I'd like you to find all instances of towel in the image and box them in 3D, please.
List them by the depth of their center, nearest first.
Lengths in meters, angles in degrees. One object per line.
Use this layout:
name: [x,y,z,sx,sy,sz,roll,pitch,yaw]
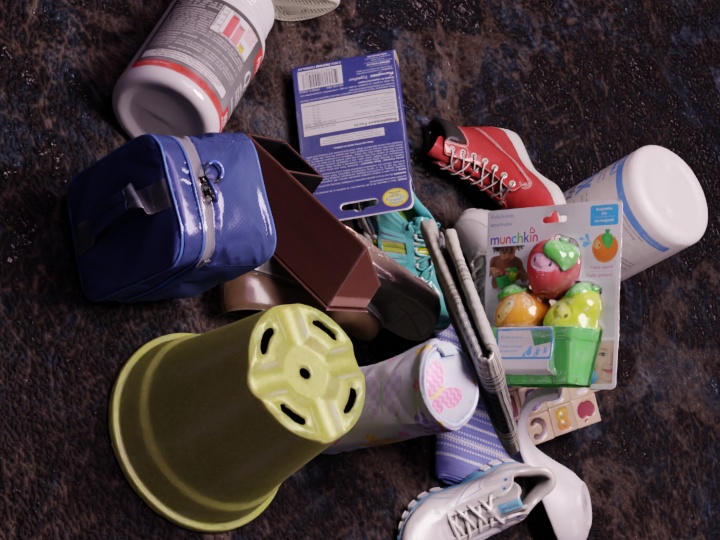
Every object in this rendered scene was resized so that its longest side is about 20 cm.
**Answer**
towel: [0.118,0.065,1.615,0.193,0.035,0.200,68,0,-51]
towel: [0.138,0.162,1.774,0.145,0.024,0.200,22,52,-30]

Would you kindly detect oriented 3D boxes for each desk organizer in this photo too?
desk organizer: [-0.057,-0.049,1.598,0.200,0.077,0.072,44,21,28]

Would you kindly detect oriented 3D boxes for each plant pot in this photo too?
plant pot: [-0.101,0.121,1.460,0.200,0.184,0.201,20,55,-32]

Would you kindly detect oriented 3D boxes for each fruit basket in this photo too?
fruit basket: [0.199,0.028,1.691,0.094,0.185,0.200,1,87,-45]

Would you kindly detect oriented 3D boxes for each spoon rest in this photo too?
spoon rest: [0.214,0.222,1.754,0.099,0.061,0.200,-52,131,-66]

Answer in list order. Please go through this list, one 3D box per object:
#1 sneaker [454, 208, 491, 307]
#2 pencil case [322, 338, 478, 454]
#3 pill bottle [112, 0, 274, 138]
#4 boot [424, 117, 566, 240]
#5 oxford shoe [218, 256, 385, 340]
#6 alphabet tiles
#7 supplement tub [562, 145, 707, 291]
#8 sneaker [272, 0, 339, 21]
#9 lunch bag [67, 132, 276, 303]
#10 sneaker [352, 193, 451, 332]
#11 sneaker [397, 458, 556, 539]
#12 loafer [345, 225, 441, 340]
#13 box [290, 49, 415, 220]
sneaker: [0.163,0.018,1.825,0.099,0.078,0.200,-24,76,-43]
pencil case: [0.022,0.127,1.560,0.083,0.200,0.091,15,68,-42]
pill bottle: [-0.167,-0.218,1.636,0.116,0.116,0.200,41,47,-18]
boot: [0.153,-0.102,1.868,0.144,0.072,0.200,8,39,-38]
oxford shoe: [-0.063,0.047,1.628,0.200,0.073,0.085,19,70,-30]
alphabet tiles: [0.209,0.089,1.795,0.166,0.006,0.200,-16,93,-27]
supplement tub: [0.306,-0.054,1.910,0.132,0.200,0.132,21,55,-33]
sneaker: [-0.109,-0.340,1.783,0.200,0.075,0.085,6,69,-40]
lunch bag: [-0.182,-0.049,1.470,0.132,0.200,0.136,-7,78,-41]
sneaker: [0.053,-0.025,1.754,0.077,0.080,0.200,-17,81,-45]
sneaker: [0.125,0.248,1.650,0.200,0.087,0.075,-29,97,-35]
loafer: [0.000,0.000,1.697,0.200,0.072,0.063,36,33,-5]
box: [-0.008,-0.142,1.744,0.032,0.121,0.200,68,15,-64]
